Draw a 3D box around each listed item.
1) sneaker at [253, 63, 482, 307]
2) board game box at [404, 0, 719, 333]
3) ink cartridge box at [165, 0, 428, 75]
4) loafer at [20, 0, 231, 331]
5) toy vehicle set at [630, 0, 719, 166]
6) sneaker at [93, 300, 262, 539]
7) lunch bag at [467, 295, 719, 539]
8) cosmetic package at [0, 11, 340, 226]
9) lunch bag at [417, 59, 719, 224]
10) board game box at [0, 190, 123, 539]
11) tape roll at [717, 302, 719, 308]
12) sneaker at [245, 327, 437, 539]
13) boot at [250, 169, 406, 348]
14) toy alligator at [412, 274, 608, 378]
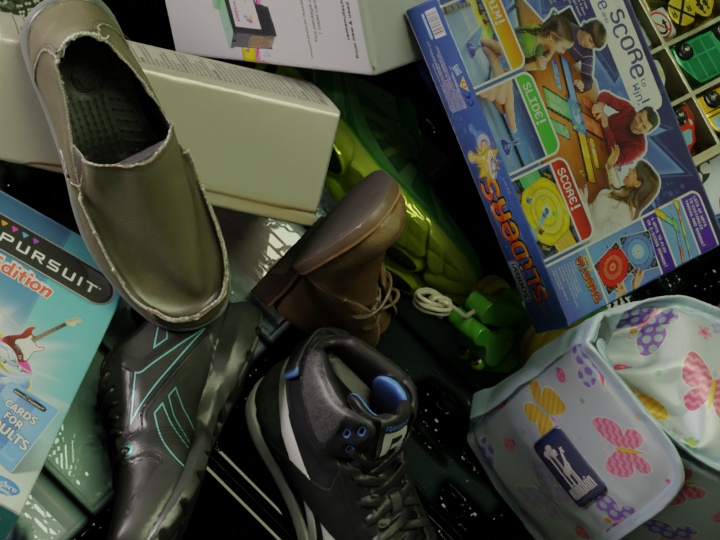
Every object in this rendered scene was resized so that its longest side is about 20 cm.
[{"bbox_3d":[0.016,-0.067,1.515,0.083,0.074,0.200,-32,80,-32],"label":"sneaker"},{"bbox_3d":[0.121,-0.082,1.418,0.135,0.034,0.201,-25,95,-33],"label":"board game box"},{"bbox_3d":[-0.009,-0.181,1.488,0.144,0.200,0.084,-23,111,-35],"label":"ink cartridge box"},{"bbox_3d":[-0.128,-0.053,1.333,0.075,0.070,0.201,-27,106,-4],"label":"loafer"},{"bbox_3d":[0.163,-0.111,1.500,0.200,0.026,0.125,-27,86,-32],"label":"toy vehicle set"},{"bbox_3d":[-0.117,0.091,1.369,0.079,0.076,0.200,21,46,-2],"label":"sneaker"},{"bbox_3d":[0.177,0.106,1.440,0.199,0.170,0.128,26,57,-16],"label":"lunch bag"},{"bbox_3d":[-0.121,-0.089,1.417,0.199,0.104,0.073,11,101,-12],"label":"cosmetic package"},{"bbox_3d":[0.161,-0.097,1.577,0.169,0.124,0.200,-17,62,-32],"label":"lunch bag"},{"bbox_3d":[-0.224,0.037,1.326,0.151,0.047,0.200,30,42,-9],"label":"board game box"},{"bbox_3d":[0.298,0.005,1.539,0.071,0.202,0.203,42,52,0],"label":"tape roll"},{"bbox_3d":[0.009,0.127,1.377,0.073,0.112,0.200,-24,75,-34],"label":"sneaker"},{"bbox_3d":[0.000,0.000,1.393,0.075,0.200,0.074,45,71,-1],"label":"boot"},{"bbox_3d":[0.084,0.040,1.480,0.059,0.054,0.200,38,21,33],"label":"toy alligator"}]
